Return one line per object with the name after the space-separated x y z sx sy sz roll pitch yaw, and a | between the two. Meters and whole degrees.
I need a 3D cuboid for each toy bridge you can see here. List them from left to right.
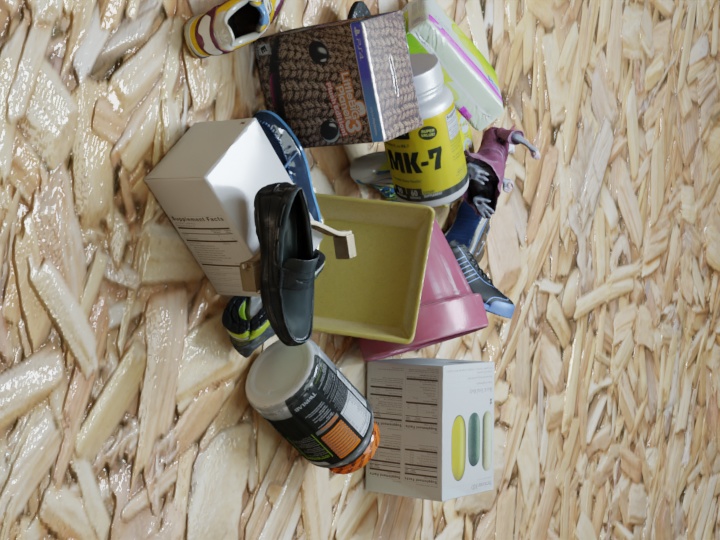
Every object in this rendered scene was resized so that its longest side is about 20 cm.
-0.081 -0.028 1.518 0.199 0.027 0.068 -19 106 -47 | toy bridge

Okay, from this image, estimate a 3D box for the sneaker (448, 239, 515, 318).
0.166 0.003 1.895 0.079 0.198 0.070 -62 174 2 | sneaker

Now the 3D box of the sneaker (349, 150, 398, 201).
0.058 -0.138 1.849 0.199 0.075 0.106 -26 110 -50 | sneaker

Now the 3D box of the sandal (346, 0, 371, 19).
-0.009 -0.304 1.792 0.075 0.047 0.203 -42 135 -50 | sandal

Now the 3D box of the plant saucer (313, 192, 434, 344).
0.000 0.000 1.704 0.048 0.197 0.203 50 49 -71 | plant saucer

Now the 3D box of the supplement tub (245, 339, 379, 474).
-0.061 0.193 1.660 0.200 0.121 0.123 51 52 -39 | supplement tub

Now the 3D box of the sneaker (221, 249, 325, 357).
-0.119 0.037 1.628 0.200 0.073 0.081 -45 158 -34 | sneaker

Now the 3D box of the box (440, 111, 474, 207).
0.137 -0.217 1.973 0.117 0.048 0.203 -28 114 -48 | box

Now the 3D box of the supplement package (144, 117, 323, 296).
-0.161 -0.080 1.535 0.122 0.119 0.201 -53 129 -34 | supplement package

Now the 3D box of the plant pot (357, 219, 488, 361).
0.077 0.025 1.797 0.199 0.199 0.181 -7 81 -51 | plant pot

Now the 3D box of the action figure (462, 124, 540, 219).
0.210 -0.182 1.982 0.148 0.134 0.201 27 46 -4 | action figure

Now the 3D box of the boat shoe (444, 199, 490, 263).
0.176 -0.035 2.001 0.201 0.072 0.073 -57 141 -28 | boat shoe

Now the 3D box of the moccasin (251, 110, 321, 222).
-0.107 -0.120 1.637 0.068 0.080 0.202 -44 122 -37 | moccasin

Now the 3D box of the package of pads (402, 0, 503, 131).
0.142 -0.333 1.878 0.200 0.068 0.155 45 21 -21 | package of pads

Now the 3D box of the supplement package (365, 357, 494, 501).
0.110 0.242 1.853 0.151 0.149 0.203 2 89 -52 | supplement package

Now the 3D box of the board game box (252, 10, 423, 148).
-0.032 -0.258 1.635 0.096 0.198 0.162 -28 111 -48 | board game box

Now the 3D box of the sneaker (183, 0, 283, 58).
-0.143 -0.342 1.582 0.200 0.089 0.076 -50 126 -39 | sneaker

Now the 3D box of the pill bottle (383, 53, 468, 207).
0.086 -0.203 1.721 0.114 0.113 0.202 -45 131 -42 | pill bottle

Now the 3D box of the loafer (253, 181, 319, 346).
-0.084 -0.006 1.442 0.068 0.070 0.203 -16 103 -46 | loafer
